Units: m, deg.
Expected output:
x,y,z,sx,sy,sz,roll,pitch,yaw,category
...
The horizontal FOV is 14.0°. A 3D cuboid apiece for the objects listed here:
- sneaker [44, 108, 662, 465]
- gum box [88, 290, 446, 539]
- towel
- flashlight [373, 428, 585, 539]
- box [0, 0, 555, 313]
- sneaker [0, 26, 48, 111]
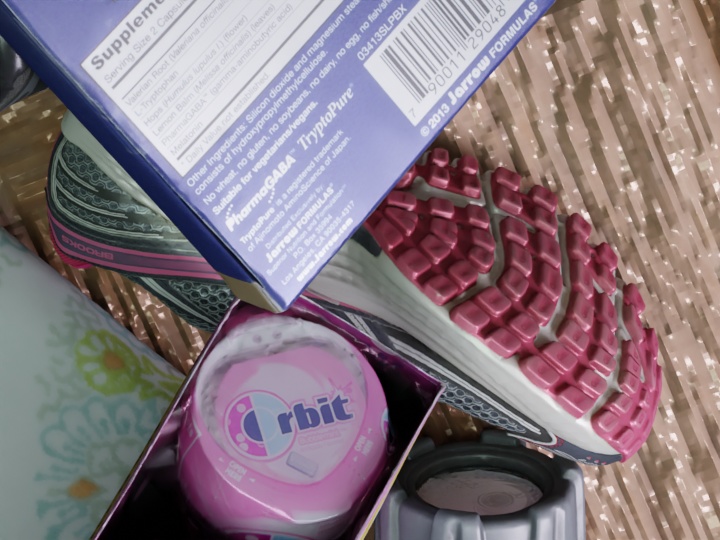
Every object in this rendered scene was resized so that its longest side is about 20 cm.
x,y,z,sx,sy,sz,roll,pitch,yaw,category
0.000,0.000,0.885,0.199,0.081,0.075,30,129,1,sneaker
-0.059,0.114,0.815,0.066,0.201,0.114,30,155,1,gum box
-0.137,0.085,0.884,0.171,0.200,0.048,41,153,-11,towel
0.037,0.153,0.939,0.068,0.068,0.201,20,121,38,flashlight
-0.047,-0.100,0.758,0.121,0.032,0.200,-48,120,-13,box
-0.164,-0.065,0.813,0.199,0.084,0.077,-12,107,22,sneaker
